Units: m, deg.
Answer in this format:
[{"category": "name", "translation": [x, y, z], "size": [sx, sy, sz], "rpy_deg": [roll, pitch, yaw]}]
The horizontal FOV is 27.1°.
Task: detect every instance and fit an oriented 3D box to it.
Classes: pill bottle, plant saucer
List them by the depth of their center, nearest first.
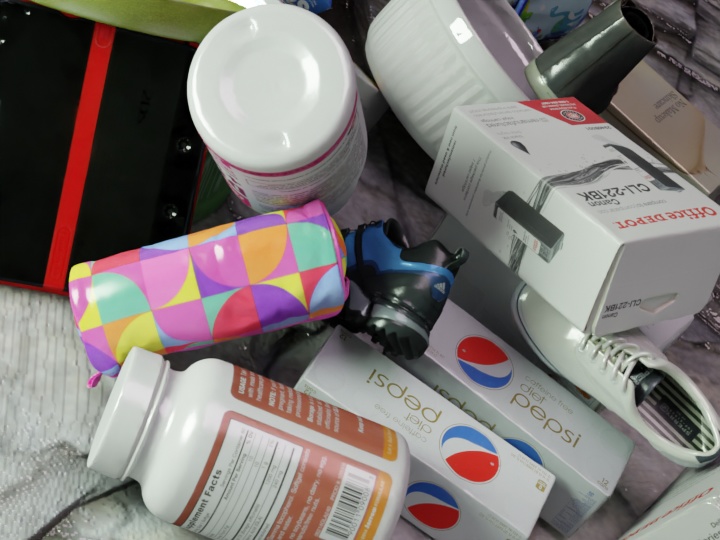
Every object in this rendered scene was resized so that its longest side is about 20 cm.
[{"category": "pill bottle", "translation": [-0.075, 0.127, 0.997], "size": [0.198, 0.113, 0.113], "rpy_deg": [23, 43, -11]}, {"category": "pill bottle", "translation": [-0.052, -0.101, 1.061], "size": [0.112, 0.200, 0.115], "rpy_deg": [-1, 78, 4]}, {"category": "plant saucer", "translation": [-0.178, -0.200, 1.084], "size": [0.197, 0.031, 0.200], "rpy_deg": [16, 12, -3]}]

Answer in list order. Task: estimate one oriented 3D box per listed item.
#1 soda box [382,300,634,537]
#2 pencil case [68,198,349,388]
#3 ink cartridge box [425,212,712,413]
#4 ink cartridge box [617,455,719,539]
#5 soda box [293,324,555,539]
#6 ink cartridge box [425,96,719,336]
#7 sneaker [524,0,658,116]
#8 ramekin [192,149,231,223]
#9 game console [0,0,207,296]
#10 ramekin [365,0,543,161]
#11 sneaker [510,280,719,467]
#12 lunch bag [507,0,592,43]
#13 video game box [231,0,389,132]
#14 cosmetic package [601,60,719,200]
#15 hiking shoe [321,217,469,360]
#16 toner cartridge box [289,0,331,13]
[{"category": "soda box", "translation": [0.107, 0.109, 1.150], "size": [0.199, 0.064, 0.068], "rpy_deg": [38, 43, 3]}, {"category": "pencil case", "translation": [-0.104, 0.014, 1.038], "size": [0.198, 0.089, 0.089], "rpy_deg": [-17, 55, 0]}, {"category": "ink cartridge box", "translation": [0.175, 0.010, 1.275], "size": [0.200, 0.084, 0.175], "rpy_deg": [47, 44, 13]}, {"category": "ink cartridge box", "translation": [0.289, 0.184, 1.139], "size": [0.085, 0.146, 0.199], "rpy_deg": [52, 46, 6]}, {"category": "soda box", "translation": [0.040, 0.133, 1.098], "size": [0.199, 0.064, 0.068], "rpy_deg": [35, 43, 2]}, {"category": "ink cartridge box", "translation": [0.170, -0.048, 1.160], "size": [0.143, 0.084, 0.200], "rpy_deg": [-9, 40, -39]}, {"category": "sneaker", "translation": [0.223, -0.190, 1.331], "size": [0.075, 0.106, 0.200], "rpy_deg": [55, 24, 1]}, {"category": "ramekin", "translation": [-0.175, -0.139, 1.185], "size": [0.198, 0.098, 0.202], "rpy_deg": [17, 46, -18]}, {"category": "game console", "translation": [-0.198, -0.081, 1.075], "size": [0.175, 0.203, 0.031], "rpy_deg": [11, 3, -15]}, {"category": "ramekin", "translation": [0.093, -0.175, 1.333], "size": [0.200, 0.105, 0.201], "rpy_deg": [43, 24, -24]}, {"category": "sneaker", "translation": [0.200, 0.070, 1.132], "size": [0.199, 0.071, 0.073], "rpy_deg": [38, 83, 5]}, {"category": "lunch bag", "translation": [0.180, -0.319, 1.489], "size": [0.159, 0.201, 0.083], "rpy_deg": [-11, 51, -39]}, {"category": "video game box", "translation": [-0.066, -0.203, 1.272], "size": [0.182, 0.047, 0.200], "rpy_deg": [46, 7, 10]}, {"category": "cosmetic package", "translation": [0.274, -0.138, 1.478], "size": [0.200, 0.073, 0.103], "rpy_deg": [43, 44, 11]}, {"category": "hiking shoe", "translation": [0.000, 0.000, 1.126], "size": [0.199, 0.087, 0.074], "rpy_deg": [25, -14, 46]}, {"category": "toner cartridge box", "translation": [-0.084, -0.337, 1.372], "size": [0.096, 0.043, 0.201], "rpy_deg": [-88, 154, -44]}]
